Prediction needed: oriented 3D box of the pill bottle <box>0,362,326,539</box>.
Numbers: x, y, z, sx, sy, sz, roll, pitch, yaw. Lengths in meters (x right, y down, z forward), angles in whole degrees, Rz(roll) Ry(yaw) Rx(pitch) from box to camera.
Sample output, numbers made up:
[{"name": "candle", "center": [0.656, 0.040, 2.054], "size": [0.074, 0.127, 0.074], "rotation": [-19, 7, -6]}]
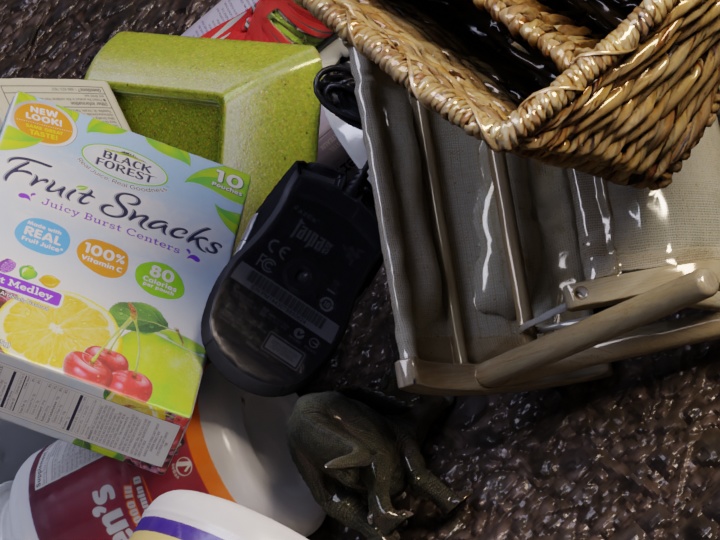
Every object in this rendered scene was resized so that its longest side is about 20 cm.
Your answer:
[{"name": "pill bottle", "center": [-0.124, 0.133, 1.569], "size": [0.200, 0.110, 0.110], "rotation": [-27, 42, 24]}]

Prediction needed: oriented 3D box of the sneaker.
[{"name": "sneaker", "center": [-0.037, -0.166, 1.691], "size": [0.200, 0.085, 0.077], "rotation": [-27, 42, 24]}]

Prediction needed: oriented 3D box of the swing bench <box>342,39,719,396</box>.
[{"name": "swing bench", "center": [0.111, -0.053, 1.439], "size": [0.200, 0.130, 0.199], "rotation": [-18, 74, 36]}]

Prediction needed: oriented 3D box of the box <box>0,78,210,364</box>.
[{"name": "box", "center": [-0.161, -0.011, 1.629], "size": [0.078, 0.095, 0.200], "rotation": [-50, 55, 37]}]

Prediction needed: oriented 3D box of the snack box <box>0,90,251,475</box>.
[{"name": "snack box", "center": [-0.146, 0.003, 1.512], "size": [0.200, 0.142, 0.053], "rotation": [-78, 12, -49]}]

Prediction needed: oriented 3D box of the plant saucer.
[{"name": "plant saucer", "center": [-0.110, -0.039, 1.676], "size": [0.200, 0.048, 0.200], "rotation": [9, 97, 47]}]

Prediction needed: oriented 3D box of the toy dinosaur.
[{"name": "toy dinosaur", "center": [-0.004, 0.098, 1.468], "size": [0.077, 0.200, 0.102], "rotation": [-45, 74, 19]}]

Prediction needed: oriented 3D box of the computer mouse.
[{"name": "computer mouse", "center": [0.000, 0.000, 1.513], "size": [0.200, 0.140, 0.046], "rotation": [-65, 10, -26]}]

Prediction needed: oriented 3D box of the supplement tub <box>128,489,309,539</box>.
[{"name": "supplement tub", "center": [-0.087, 0.227, 1.419], "size": [0.145, 0.145, 0.200], "rotation": [10, 64, 48]}]

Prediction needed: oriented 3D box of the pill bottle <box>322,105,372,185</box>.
[{"name": "pill bottle", "center": [0.084, -0.121, 1.592], "size": [0.200, 0.113, 0.113], "rotation": [-38, 38, 13]}]

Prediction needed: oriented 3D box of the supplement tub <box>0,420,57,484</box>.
[{"name": "supplement tub", "center": [-0.239, 0.055, 1.731], "size": [0.132, 0.132, 0.200], "rotation": [-40, 37, 9]}]

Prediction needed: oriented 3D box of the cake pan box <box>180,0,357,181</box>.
[{"name": "cake pan box", "center": [-0.044, -0.121, 1.767], "size": [0.184, 0.052, 0.200], "rotation": [-40, 38, 7]}]

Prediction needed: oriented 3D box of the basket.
[{"name": "basket", "center": [0.074, -0.148, 1.305], "size": [0.200, 0.149, 0.143], "rotation": [42, 109, 35]}]
